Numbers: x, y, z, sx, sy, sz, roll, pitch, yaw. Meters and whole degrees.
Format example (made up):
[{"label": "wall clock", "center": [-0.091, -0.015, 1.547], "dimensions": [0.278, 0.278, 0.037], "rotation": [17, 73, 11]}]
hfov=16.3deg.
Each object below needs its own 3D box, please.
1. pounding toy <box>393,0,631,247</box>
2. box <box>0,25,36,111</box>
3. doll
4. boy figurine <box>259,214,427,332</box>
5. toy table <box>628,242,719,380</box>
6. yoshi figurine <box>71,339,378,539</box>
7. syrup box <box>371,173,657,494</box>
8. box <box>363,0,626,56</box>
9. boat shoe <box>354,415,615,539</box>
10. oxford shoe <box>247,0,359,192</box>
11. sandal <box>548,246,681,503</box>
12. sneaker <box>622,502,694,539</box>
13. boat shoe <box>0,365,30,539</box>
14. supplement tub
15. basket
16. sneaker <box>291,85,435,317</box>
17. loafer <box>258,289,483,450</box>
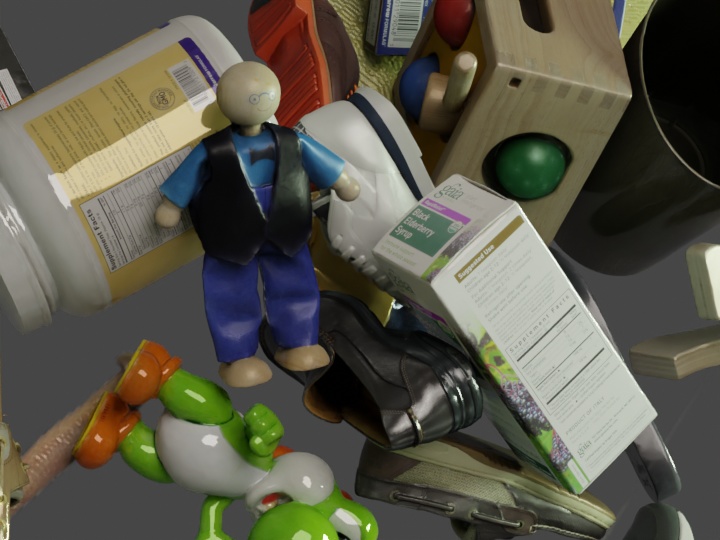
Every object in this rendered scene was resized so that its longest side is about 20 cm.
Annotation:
[{"label": "pounding toy", "center": [0.089, -0.123, 1.716], "dimensions": [0.142, 0.184, 0.200], "rotation": [12, 42, -17]}, {"label": "box", "center": [-0.323, -0.151, 1.668], "dimensions": [0.159, 0.049, 0.200], "rotation": [-21, 74, -33]}, {"label": "doll", "center": [-0.060, -0.034, 1.558], "dimensions": [0.136, 0.048, 0.200], "rotation": [-14, 111, -20]}, {"label": "boy figurine", "center": [0.000, 0.000, 1.722], "dimensions": [0.200, 0.064, 0.125], "rotation": [31, 60, -9]}, {"label": "toy table", "center": [0.291, 0.054, 1.760], "dimensions": [0.117, 0.184, 0.200], "rotation": [-27, 99, -33]}, {"label": "yoshi figurine", "center": [-0.081, 0.139, 1.598], "dimensions": [0.200, 0.112, 0.112], "rotation": [32, 73, -8]}, {"label": "syrup box", "center": [0.099, 0.041, 1.605], "dimensions": [0.081, 0.079, 0.200], "rotation": [-44, 121, -11]}, {"label": "box", "center": [0.105, -0.216, 1.852], "dimensions": [0.200, 0.032, 0.121], "rotation": [1, 108, -22]}, {"label": "boat shoe", "center": [0.080, 0.150, 1.681], "dimensions": [0.200, 0.073, 0.065], "rotation": [23, 96, -25]}, {"label": "oxford shoe", "center": [-0.026, -0.128, 1.752], "dimensions": [0.072, 0.071, 0.200], "rotation": [25, 40, -33]}, {"label": "sandal", "center": [0.161, 0.072, 1.753], "dimensions": [0.043, 0.076, 0.200], "rotation": [-25, 74, -3]}, {"label": "sneaker", "center": [0.157, 0.227, 1.666], "dimensions": [0.085, 0.074, 0.200], "rotation": [32, 57, -5]}, {"label": "boat shoe", "center": [-0.241, 0.134, 1.552], "dimensions": [0.066, 0.074, 0.200], "rotation": [19, 60, -28]}, {"label": "supplement tub", "center": [-0.158, -0.060, 1.613], "dimensions": [0.200, 0.145, 0.146], "rotation": [-30, 78, -12]}, {"label": "basket", "center": [0.215, -0.087, 1.774], "dimensions": [0.136, 0.200, 0.181], "rotation": [14, 59, -15]}, {"label": "sneaker", "center": [0.020, -0.019, 1.659], "dimensions": [0.080, 0.076, 0.200], "rotation": [-31, 95, -15]}, {"label": "loafer", "center": [-0.011, 0.064, 1.620], "dimensions": [0.072, 0.200, 0.073], "rotation": [-29, 117, -30]}]
